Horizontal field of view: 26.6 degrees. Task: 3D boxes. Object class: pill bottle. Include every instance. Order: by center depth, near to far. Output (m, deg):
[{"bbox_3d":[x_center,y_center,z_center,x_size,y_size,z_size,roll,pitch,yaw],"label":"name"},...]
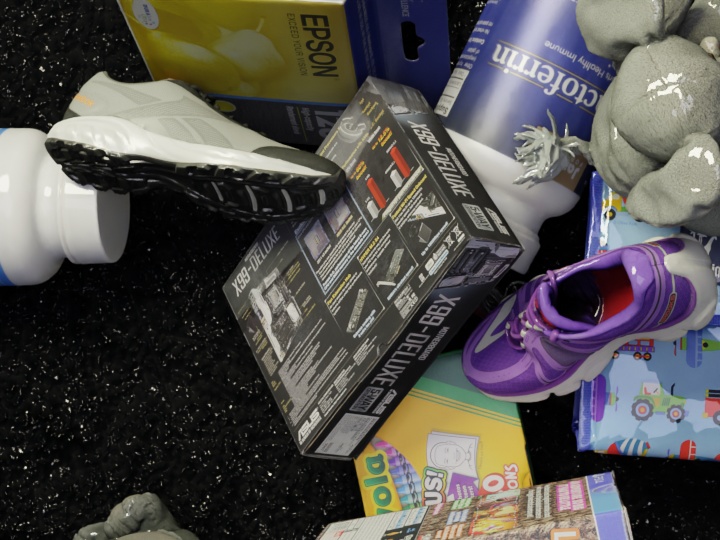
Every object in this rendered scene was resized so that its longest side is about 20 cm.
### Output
[{"bbox_3d":[0.113,-0.107,1.022,0.116,0.116,0.200,26,93,7],"label":"pill bottle"},{"bbox_3d":[-0.270,-0.044,1.073,0.200,0.112,0.112,0,89,7],"label":"pill bottle"}]

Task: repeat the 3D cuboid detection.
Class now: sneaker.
[{"bbox_3d":[0.124,0.024,0.941,0.200,0.083,0.081,-34,61,47],"label":"sneaker"},{"bbox_3d":[-0.103,-0.085,0.987,0.200,0.074,0.079,14,66,12],"label":"sneaker"}]

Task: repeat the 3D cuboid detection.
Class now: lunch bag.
[{"bbox_3d":[0.223,0.021,1.010,0.150,0.094,0.200,3,93,5],"label":"lunch bag"}]

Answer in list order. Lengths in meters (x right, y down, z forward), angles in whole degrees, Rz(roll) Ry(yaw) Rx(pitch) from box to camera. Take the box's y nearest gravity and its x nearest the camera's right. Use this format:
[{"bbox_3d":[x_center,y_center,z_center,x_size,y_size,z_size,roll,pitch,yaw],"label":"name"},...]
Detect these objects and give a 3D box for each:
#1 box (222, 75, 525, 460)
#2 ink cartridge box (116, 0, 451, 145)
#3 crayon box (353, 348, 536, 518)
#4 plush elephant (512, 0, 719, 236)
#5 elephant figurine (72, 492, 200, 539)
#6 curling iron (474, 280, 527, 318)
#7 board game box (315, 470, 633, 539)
[{"bbox_3d":[0.000,0.000,0.994,0.200,0.050,0.158,-54,46,27],"label":"box"},{"bbox_3d":[-0.043,-0.141,1.002,0.200,0.198,0.047,7,68,9],"label":"ink cartridge box"},{"bbox_3d":[0.063,0.157,1.053,0.119,0.058,0.200,-13,88,7],"label":"crayon box"},{"bbox_3d":[0.196,-0.099,0.897,0.200,0.155,0.165,-16,87,-9],"label":"plush elephant"},{"bbox_3d":[-0.165,0.232,1.010,0.155,0.200,0.142,-26,86,6],"label":"elephant figurine"},{"bbox_3d":[0.043,-0.016,1.070,0.200,0.050,0.026,35,51,11],"label":"curling iron"},{"bbox_3d":[0.072,0.199,0.941,0.200,0.159,0.097,-12,89,7],"label":"board game box"}]
